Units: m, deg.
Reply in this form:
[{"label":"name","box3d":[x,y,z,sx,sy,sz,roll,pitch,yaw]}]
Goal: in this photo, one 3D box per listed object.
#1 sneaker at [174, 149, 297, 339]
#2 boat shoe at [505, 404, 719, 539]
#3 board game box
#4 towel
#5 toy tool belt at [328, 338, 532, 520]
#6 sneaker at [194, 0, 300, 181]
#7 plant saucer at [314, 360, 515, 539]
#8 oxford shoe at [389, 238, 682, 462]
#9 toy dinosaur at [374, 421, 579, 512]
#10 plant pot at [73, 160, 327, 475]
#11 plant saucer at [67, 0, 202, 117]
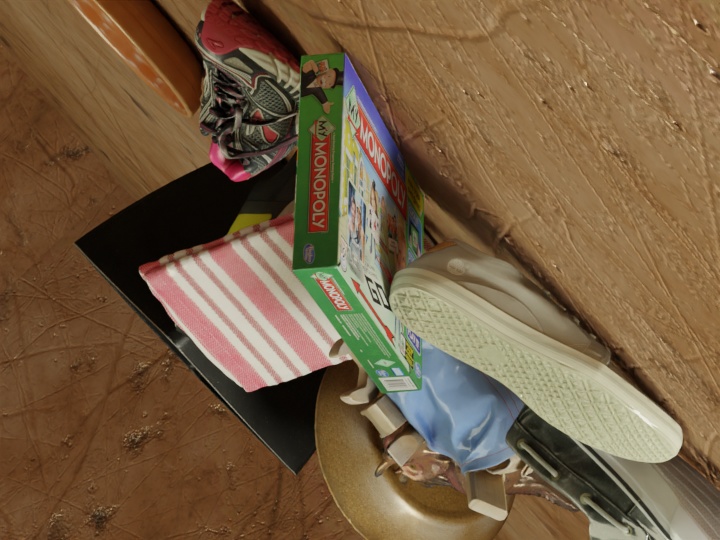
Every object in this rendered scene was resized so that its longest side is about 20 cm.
[{"label":"sneaker","box3d":[-0.065,-0.015,1.770,0.074,0.200,0.085,26,-137,-29]},{"label":"boat shoe","box3d":[0.171,0.146,1.496,0.200,0.071,0.072,46,-159,28]},{"label":"board game box","box3d":[0.002,-0.024,1.439,0.200,0.029,0.135,56,-147,-63]},{"label":"towel","box3d":[-0.037,0.010,1.715,0.146,0.200,0.030,51,-153,-42]},{"label":"toy tool belt","box3d":[0.047,0.065,1.604,0.200,0.123,0.125,44,136,0]},{"label":"sneaker","box3d":[-0.072,-0.110,1.571,0.081,0.075,0.200,44,174,18]},{"label":"plant saucer","box3d":[0.056,0.132,1.913,0.200,0.200,0.035,48,144,-13]},{"label":"oxford shoe","box3d":[0.111,0.045,1.436,0.200,0.058,0.075,34,146,-5]},{"label":"toy dinosaur","box3d":[0.085,0.138,1.855,0.086,0.136,0.200,40,172,49]},{"label":"plant pot","box3d":[-0.085,0.016,2.042,0.200,0.177,0.200,40,171,51]},{"label":"plant saucer","box3d":[-0.196,-0.209,1.988,0.200,0.037,0.200,46,175,5]}]
